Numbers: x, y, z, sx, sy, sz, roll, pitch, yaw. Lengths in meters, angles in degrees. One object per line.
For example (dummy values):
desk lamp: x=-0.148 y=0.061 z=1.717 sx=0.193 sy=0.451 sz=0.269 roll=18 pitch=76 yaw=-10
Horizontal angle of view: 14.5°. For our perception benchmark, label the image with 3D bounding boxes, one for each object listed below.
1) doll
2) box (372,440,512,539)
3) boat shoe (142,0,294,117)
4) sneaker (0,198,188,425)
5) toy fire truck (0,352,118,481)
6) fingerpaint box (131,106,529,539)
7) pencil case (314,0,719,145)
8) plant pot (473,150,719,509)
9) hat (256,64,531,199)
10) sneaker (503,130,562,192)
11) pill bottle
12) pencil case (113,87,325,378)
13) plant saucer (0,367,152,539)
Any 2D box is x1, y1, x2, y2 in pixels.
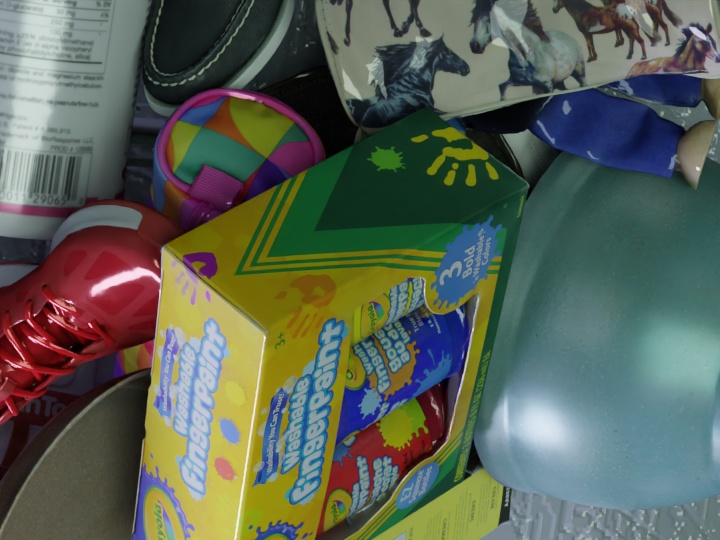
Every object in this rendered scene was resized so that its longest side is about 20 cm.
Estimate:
doll: x=0.082 y=-0.108 z=1.396 sx=0.200 sy=0.048 sz=0.137 roll=18 pitch=71 yaw=6
box: x=-0.005 y=0.133 z=1.441 sx=0.200 sy=0.075 sz=0.050 roll=-27 pitch=129 yaw=-47
boat shoe: x=-0.060 y=-0.166 z=1.367 sx=0.060 sy=0.076 sz=0.200 roll=59 pitch=44 yaw=-50
sneaker: x=-0.149 y=0.044 z=1.305 sx=0.078 sy=0.200 sz=0.116 roll=42 pitch=56 yaw=-15
toy fire truck: x=-0.208 y=0.087 z=1.425 sx=0.200 sy=0.112 sz=0.168 roll=14 pitch=77 yaw=-19
fingerpaint box: x=-0.016 y=0.048 z=1.309 sx=0.167 sy=0.073 sz=0.200 roll=-29 pitch=144 yaw=-36
pencil case: x=0.082 y=-0.113 z=1.328 sx=0.200 sy=0.078 sz=0.090 roll=-10 pitch=100 yaw=9
plant pot: x=0.164 y=0.037 z=1.437 sx=0.200 sy=0.134 sz=0.201 roll=-36 pitch=136 yaw=-45
hat: x=0.000 y=0.000 z=1.430 sx=0.200 sy=0.081 sz=0.201 roll=5 pitch=120 yaw=9
sneaker: x=0.059 y=-0.065 z=1.473 sx=0.115 sy=0.074 sz=0.200 roll=0 pitch=105 yaw=-5
pill bottle: x=-0.158 y=-0.124 z=1.365 sx=0.113 sy=0.113 sz=0.200 roll=6 pitch=103 yaw=-17
pencil case: x=-0.070 y=0.003 z=1.367 sx=0.088 sy=0.088 sz=0.200 roll=-4 pitch=142 yaw=-15
plant saucer: x=-0.126 y=0.134 z=1.348 sx=0.200 sy=0.032 sz=0.200 roll=-35 pitch=136 yaw=-42
